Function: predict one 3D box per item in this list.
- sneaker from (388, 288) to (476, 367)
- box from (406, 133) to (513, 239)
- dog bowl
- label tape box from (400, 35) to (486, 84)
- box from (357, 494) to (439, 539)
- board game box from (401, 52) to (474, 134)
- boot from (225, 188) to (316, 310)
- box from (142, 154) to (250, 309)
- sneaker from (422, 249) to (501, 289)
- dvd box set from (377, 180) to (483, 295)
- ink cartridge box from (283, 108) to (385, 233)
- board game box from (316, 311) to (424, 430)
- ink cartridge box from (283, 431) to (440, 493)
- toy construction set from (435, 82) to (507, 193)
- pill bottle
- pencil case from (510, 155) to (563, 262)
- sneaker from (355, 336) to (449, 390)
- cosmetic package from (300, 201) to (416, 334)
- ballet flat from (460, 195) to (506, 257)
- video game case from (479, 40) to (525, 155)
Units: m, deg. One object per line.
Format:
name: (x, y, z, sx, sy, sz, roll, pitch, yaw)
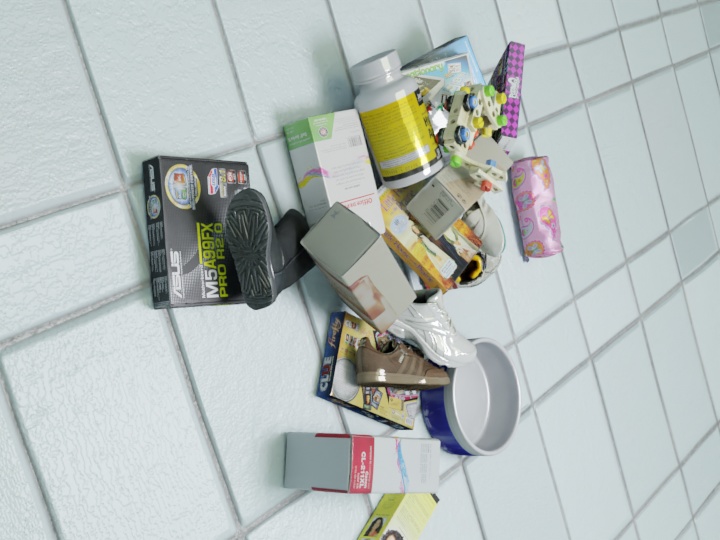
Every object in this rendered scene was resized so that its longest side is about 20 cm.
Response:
sneaker: (0.119, 0.083, 1.615, 0.198, 0.100, 0.078, 30, 21, -16)
box: (0.171, -0.147, 1.674, 0.078, 0.095, 0.200, 46, 45, 2)
dog bowl: (0.196, 0.222, 1.734, 0.198, 0.078, 0.205, 11, 75, -45)
label tape box: (0.124, -0.303, 1.743, 0.198, 0.063, 0.146, -30, 107, -14)
box: (0.051, 0.416, 1.570, 0.076, 0.050, 0.201, 56, 48, -24)
board game box: (0.106, -0.284, 1.686, 0.196, 0.035, 0.129, -19, 104, -18)
boot: (-0.119, -0.053, 1.403, 0.200, 0.064, 0.169, -43, 133, -65)
box: (-0.219, -0.051, 1.369, 0.158, 0.044, 0.205, 0, 84, -48)
sneaker: (0.198, -0.003, 1.771, 0.198, 0.081, 0.080, -21, 98, -47)
dvd box set: (0.104, -0.072, 1.667, 0.200, 0.029, 0.146, 46, 49, -2)
ink cartridge box: (-0.039, -0.142, 1.557, 0.116, 0.067, 0.204, -18, 96, -45)
board game box: (0.021, 0.164, 1.591, 0.198, 0.034, 0.138, 29, 63, -40)
ink cartridge box: (0.005, 0.288, 1.474, 0.198, 0.144, 0.085, 13, 75, -44)
toy construction set: (0.188, -0.223, 1.619, 0.131, 0.091, 0.204, 42, 42, -45)
pill bottle: (0.054, -0.245, 1.593, 0.111, 0.110, 0.203, -38, 113, -42)
pencil case: (0.349, -0.124, 1.953, 0.087, 0.086, 0.205, -15, 95, -46)
sneaker: (0.072, 0.148, 1.573, 0.198, 0.070, 0.077, 11, 70, -46)
cosmetic package: (0.000, 0.000, 1.483, 0.087, 0.103, 0.201, -46, 146, -8)
ballet flat: (0.199, -0.105, 1.768, 0.069, 0.069, 0.203, 26, 35, -40)
video game case: (0.255, -0.284, 1.814, 0.035, 0.182, 0.204, 11, 66, -5)
